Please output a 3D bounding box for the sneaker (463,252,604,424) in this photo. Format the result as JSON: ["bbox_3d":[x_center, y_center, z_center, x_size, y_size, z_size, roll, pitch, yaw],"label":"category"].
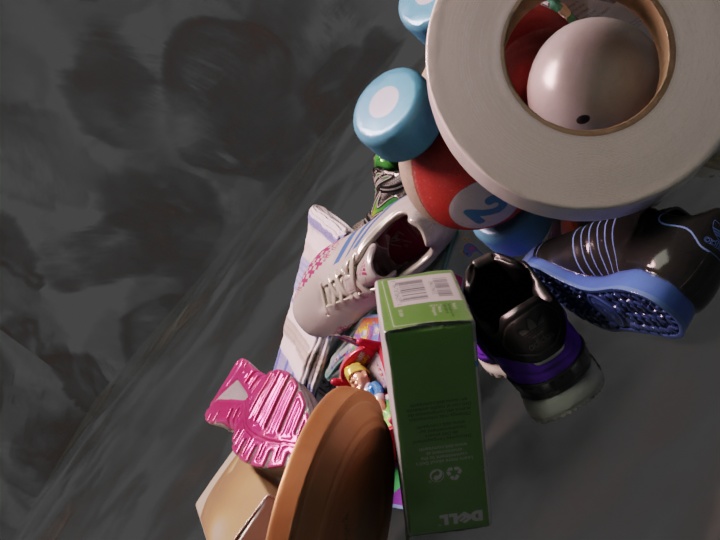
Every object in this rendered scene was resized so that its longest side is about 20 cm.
[{"bbox_3d":[0.106,0.028,0.849,0.069,0.100,0.200,-34,14,-2],"label":"sneaker"}]

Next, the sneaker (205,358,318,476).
[{"bbox_3d":[-0.062,0.133,1.029,0.082,0.088,0.200,-58,21,-3],"label":"sneaker"}]

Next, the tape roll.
[{"bbox_3d":[0.140,-0.131,0.753,0.203,0.202,0.037,-53,-9,-5],"label":"tape roll"}]

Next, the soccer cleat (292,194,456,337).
[{"bbox_3d":[0.000,0.000,1.044,0.200,0.070,0.086,-41,3,30],"label":"soccer cleat"}]

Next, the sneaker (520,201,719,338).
[{"bbox_3d":[0.178,-0.007,0.802,0.078,0.070,0.200,-51,18,-8],"label":"sneaker"}]

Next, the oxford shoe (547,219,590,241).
[{"bbox_3d":[0.196,-0.088,0.961,0.201,0.071,0.073,-58,9,-26],"label":"oxford shoe"}]

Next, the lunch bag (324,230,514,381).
[{"bbox_3d":[0.060,0.031,1.114,0.200,0.077,0.161,-41,14,44],"label":"lunch bag"}]

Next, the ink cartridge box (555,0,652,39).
[{"bbox_3d":[0.208,-0.261,1.084,0.146,0.199,0.083,163,113,-70],"label":"ink cartridge box"}]

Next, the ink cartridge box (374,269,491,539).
[{"bbox_3d":[0.051,0.111,0.822,0.059,0.201,0.104,-7,18,-1],"label":"ink cartridge box"}]

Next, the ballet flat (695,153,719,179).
[{"bbox_3d":[0.243,-0.103,0.856,0.071,0.071,0.200,-47,14,25],"label":"ballet flat"}]

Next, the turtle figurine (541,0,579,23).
[{"bbox_3d":[0.180,-0.147,1.049,0.200,0.100,0.151,15,-87,-85],"label":"turtle figurine"}]

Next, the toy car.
[{"bbox_3d":[0.135,-0.108,0.830,0.199,0.184,0.178,8,71,45],"label":"toy car"}]

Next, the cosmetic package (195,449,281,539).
[{"bbox_3d":[-0.070,0.216,0.998,0.071,0.105,0.200,-55,13,-5],"label":"cosmetic package"}]

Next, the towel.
[{"bbox_3d":[-0.051,0.040,1.193,0.147,0.024,0.201,-136,59,-69],"label":"towel"}]

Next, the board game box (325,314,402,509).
[{"bbox_3d":[0.007,0.107,0.981,0.200,0.039,0.159,-8,70,62],"label":"board game box"}]

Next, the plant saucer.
[{"bbox_3d":[-0.015,0.180,0.816,0.200,0.032,0.202,8,-90,-72],"label":"plant saucer"}]

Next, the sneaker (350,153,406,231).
[{"bbox_3d":[0.042,-0.075,1.109,0.078,0.085,0.200,-52,6,-40],"label":"sneaker"}]

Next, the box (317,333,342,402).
[{"bbox_3d":[-0.002,0.068,1.285,0.201,0.060,0.117,-57,12,-23],"label":"box"}]
